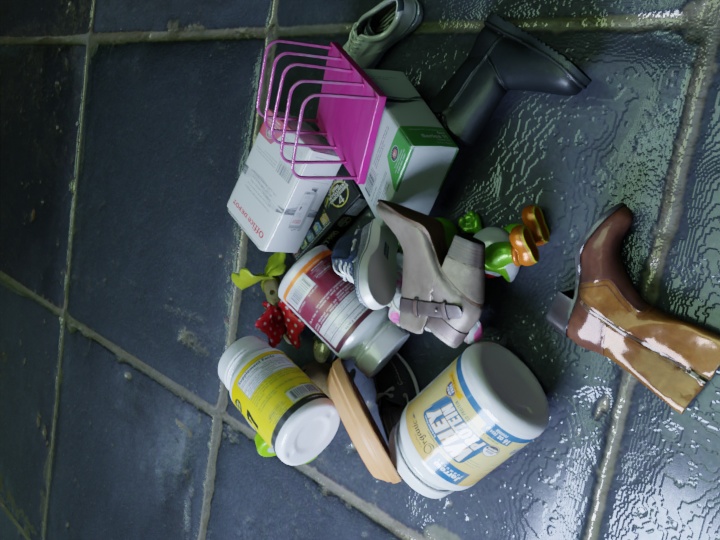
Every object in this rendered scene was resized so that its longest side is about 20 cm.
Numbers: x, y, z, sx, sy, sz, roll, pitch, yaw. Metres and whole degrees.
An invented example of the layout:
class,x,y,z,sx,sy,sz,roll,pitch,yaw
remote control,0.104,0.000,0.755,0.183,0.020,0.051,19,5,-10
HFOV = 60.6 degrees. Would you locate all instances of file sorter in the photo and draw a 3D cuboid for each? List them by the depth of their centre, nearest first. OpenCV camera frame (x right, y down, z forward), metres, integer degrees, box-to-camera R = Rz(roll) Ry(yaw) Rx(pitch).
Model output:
class,x,y,z,sx,sy,sz,roll,pitch,yaw
file sorter,-0.069,-0.242,0.923,0.201,0.124,0.140,-120,36,-44

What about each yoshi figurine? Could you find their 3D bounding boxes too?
class,x,y,z,sx,sy,sz,roll,pitch,yaw
yoshi figurine,0.156,-0.043,0.877,0.199,0.112,0.113,-17,64,42

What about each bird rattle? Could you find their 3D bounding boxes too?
class,x,y,z,sx,sy,sz,roll,pitch,yaw
bird rattle,-0.139,0.065,1.107,0.112,0.164,0.201,-31,56,-6

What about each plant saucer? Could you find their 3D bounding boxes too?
class,x,y,z,sx,sy,sz,roll,pitch,yaw
plant saucer,0.000,0.230,0.926,0.037,0.200,0.201,-28,67,-3

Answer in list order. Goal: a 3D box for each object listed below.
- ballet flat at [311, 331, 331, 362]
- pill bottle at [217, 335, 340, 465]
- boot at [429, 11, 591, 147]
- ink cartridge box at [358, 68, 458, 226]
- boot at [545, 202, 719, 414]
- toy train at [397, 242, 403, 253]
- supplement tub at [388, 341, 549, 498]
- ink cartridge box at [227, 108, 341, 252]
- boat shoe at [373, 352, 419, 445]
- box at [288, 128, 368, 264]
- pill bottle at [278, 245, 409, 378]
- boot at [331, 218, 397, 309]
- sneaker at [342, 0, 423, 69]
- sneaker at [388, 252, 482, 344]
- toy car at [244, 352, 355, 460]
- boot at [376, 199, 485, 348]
class,x,y,z,sx,sy,sz,roll,pitch,yaw
ballet flat,-0.072,0.062,1.069,0.066,0.056,0.202,-34,50,49
pill bottle,-0.132,0.194,0.957,0.199,0.114,0.115,36,113,39
boot,0.196,-0.240,0.849,0.200,0.076,0.169,50,117,37
ink cartridge box,0.047,-0.187,0.927,0.201,0.082,0.147,64,147,36
boot,0.342,0.041,0.734,0.199,0.068,0.190,36,113,34
toy train,0.029,0.005,1.025,0.200,0.041,0.057,-50,50,29
supplement tub,0.145,0.211,0.855,0.200,0.144,0.145,-50,61,29
ink cartridge box,-0.136,-0.153,1.075,0.147,0.082,0.201,46,118,34
boat shoe,0.057,0.221,0.987,0.074,0.060,0.202,-33,69,41
box,-0.079,-0.129,1.111,0.200,0.049,0.162,-44,60,33
pill bottle,-0.025,0.066,0.973,0.200,0.114,0.115,43,118,12
boot,0.000,0.000,0.893,0.090,0.201,0.073,-24,114,22
sneaker,0.009,-0.384,1.016,0.199,0.070,0.074,-34,69,36
sneaker,0.090,0.056,0.891,0.199,0.088,0.082,32,152,42
toy car,-0.094,0.205,1.074,0.200,0.157,0.165,-42,47,16
boot,0.079,0.005,0.820,0.199,0.070,0.148,31,114,38
